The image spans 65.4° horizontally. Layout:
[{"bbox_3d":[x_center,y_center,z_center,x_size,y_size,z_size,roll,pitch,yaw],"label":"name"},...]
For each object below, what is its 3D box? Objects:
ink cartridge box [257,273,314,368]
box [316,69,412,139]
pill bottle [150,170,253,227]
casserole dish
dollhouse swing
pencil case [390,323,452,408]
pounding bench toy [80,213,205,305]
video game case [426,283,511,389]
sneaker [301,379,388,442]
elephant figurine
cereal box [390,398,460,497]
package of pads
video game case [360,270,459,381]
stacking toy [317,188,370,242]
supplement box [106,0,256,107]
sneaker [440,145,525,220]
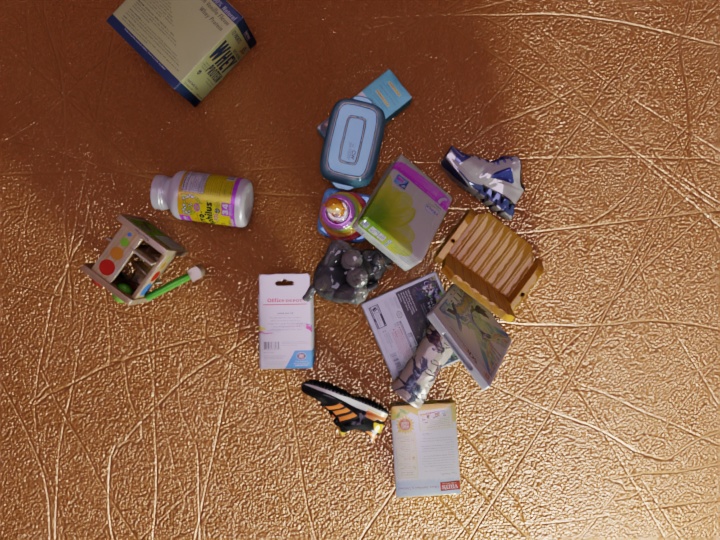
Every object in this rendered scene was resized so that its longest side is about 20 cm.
[{"bbox_3d":[-0.158,0.106,1.212,0.114,0.068,0.201,-1,91,1],"label":"ink cartridge box"},{"bbox_3d":[0.008,-0.335,1.212,0.200,0.049,0.082,-39,90,1],"label":"box"},{"bbox_3d":[-0.335,-0.154,1.194,0.199,0.104,0.105,7,91,1],"label":"pill bottle"},{"bbox_3d":[-0.017,-0.268,1.170,0.120,0.039,0.201,13,93,0],"label":"casserole dish"},{"bbox_3d":[0.272,-0.017,1.148,0.200,0.176,0.182,37,90,1],"label":"dollhouse swing"},{"bbox_3d":[0.138,0.190,1.178,0.078,0.089,0.201,31,93,10],"label":"pencil case"},{"bbox_3d":[-0.450,0.006,1.187,0.200,0.124,0.156,36,91,0],"label":"pounding bench toy"},{"bbox_3d":[0.229,0.120,1.152,0.022,0.200,0.183,-37,90,33],"label":"video game case"},{"bbox_3d":[-0.044,0.306,1.212,0.199,0.070,0.091,21,88,-1],"label":"sneaker"},{"bbox_3d":[0.000,0.000,1.189,0.154,0.200,0.142,18,108,24],"label":"elephant figurine"},{"bbox_3d":[0.141,0.387,1.225,0.143,0.040,0.201,-3,91,1],"label":"cereal box"},{"bbox_3d":[0.091,-0.117,1.151,0.154,0.068,0.201,38,58,-12],"label":"package of pads"},{"bbox_3d":[0.122,0.128,1.231,0.181,0.023,0.201,-23,90,2],"label":"video game case"},{"bbox_3d":[-0.040,-0.118,1.140,0.115,0.200,0.110,12,91,5],"label":"stacking toy"},{"bbox_3d":[-0.366,-0.498,1.174,0.200,0.134,0.200,44,92,0],"label":"supplement box"},{"bbox_3d":[0.275,-0.212,1.202,0.199,0.081,0.115,38,88,-7],"label":"sneaker"}]
